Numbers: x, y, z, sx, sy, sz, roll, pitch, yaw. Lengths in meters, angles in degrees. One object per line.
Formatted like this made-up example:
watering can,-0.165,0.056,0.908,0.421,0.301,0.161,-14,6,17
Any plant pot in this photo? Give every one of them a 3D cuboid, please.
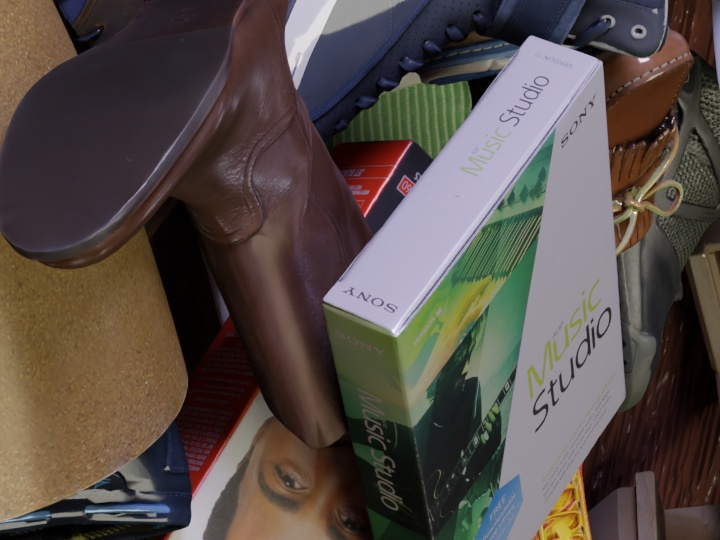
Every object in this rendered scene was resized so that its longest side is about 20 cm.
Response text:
plant pot,-0.163,-0.041,0.710,0.186,0.186,0.201,-21,117,-31

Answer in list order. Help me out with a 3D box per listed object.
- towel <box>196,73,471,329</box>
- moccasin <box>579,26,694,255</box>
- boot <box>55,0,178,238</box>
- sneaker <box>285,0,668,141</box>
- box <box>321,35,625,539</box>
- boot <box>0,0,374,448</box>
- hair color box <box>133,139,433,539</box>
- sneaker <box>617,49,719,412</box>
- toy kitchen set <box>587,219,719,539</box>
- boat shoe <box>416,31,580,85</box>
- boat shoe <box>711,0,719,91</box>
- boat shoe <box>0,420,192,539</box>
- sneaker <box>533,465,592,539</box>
towel,0.000,0.000,0.921,0.152,0.023,0.201,-20,102,-33
moccasin,0.102,-0.032,0.950,0.073,0.078,0.202,-19,153,-32
boot,-0.097,-0.096,0.809,0.097,0.075,0.200,17,105,-29
sneaker,0.034,-0.085,0.820,0.146,0.077,0.203,22,109,-15
box,0.049,0.032,0.808,0.144,0.036,0.200,-52,148,-30
boot,-0.040,0.002,0.719,0.187,0.064,0.200,-65,147,-45
hair color box,-0.011,0.056,0.864,0.101,0.061,0.200,40,70,-27
sneaker,0.153,-0.023,1.068,0.114,0.076,0.200,-19,124,-24
toy kitchen set,0.184,0.094,1.126,0.163,0.200,0.181,-9,137,14
boat shoe,0.085,-0.138,0.931,0.200,0.072,0.073,-32,108,-43
boat shoe,0.188,-0.160,0.939,0.073,0.067,0.201,-4,84,-52
boat shoe,-0.152,0.095,0.750,0.199,0.069,0.084,-21,168,-12
sneaker,0.099,0.131,1.128,0.073,0.077,0.201,-22,129,-28
